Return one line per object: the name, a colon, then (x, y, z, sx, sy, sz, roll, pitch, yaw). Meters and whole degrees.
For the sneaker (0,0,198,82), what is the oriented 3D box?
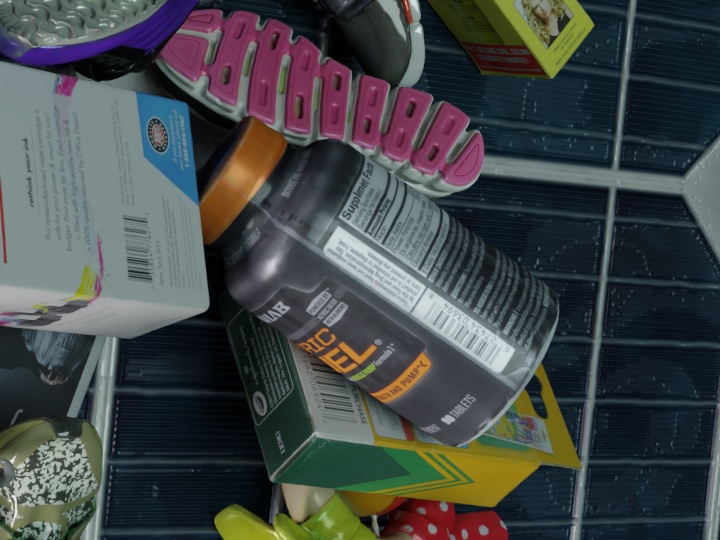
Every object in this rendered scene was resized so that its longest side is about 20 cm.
sneaker: (-0.132, -0.132, 1.123, 0.070, 0.100, 0.200, 37, 37, 8)

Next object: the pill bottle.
pill bottle: (0.000, 0.000, 1.170, 0.200, 0.106, 0.106, 35, 74, -12)

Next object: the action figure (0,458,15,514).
action figure: (-0.227, 0.103, 1.039, 0.119, 0.102, 0.200, -11, 107, -27)

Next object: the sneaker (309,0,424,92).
sneaker: (-0.034, -0.183, 1.230, 0.082, 0.077, 0.200, -31, 103, -19)

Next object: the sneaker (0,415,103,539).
sneaker: (-0.170, 0.165, 1.106, 0.077, 0.089, 0.200, 4, 122, -32)

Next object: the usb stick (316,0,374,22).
usb stick: (-0.050, -0.225, 1.166, 0.200, 0.055, 0.033, 53, 19, -3)

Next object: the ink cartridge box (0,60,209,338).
ink cartridge box: (-0.171, -0.036, 1.065, 0.200, 0.068, 0.115, 9, 68, -49)

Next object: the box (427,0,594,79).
box: (0.053, -0.201, 1.284, 0.050, 0.075, 0.200, -52, 123, -18)

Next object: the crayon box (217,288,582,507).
crayon box: (0.023, 0.068, 1.258, 0.200, 0.052, 0.126, 11, 47, -37)

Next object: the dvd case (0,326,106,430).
dvd case: (-0.205, 0.040, 1.128, 0.150, 0.025, 0.200, 26, 80, -41)

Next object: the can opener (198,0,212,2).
can opener: (-0.127, -0.216, 1.045, 0.200, 0.067, 0.053, 41, 63, -11)

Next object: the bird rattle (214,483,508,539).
bird rattle: (0.015, 0.138, 1.283, 0.200, 0.113, 0.163, 1, 76, -38)

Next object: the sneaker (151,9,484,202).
sneaker: (-0.034, -0.079, 1.235, 0.200, 0.087, 0.074, 21, 55, -16)
